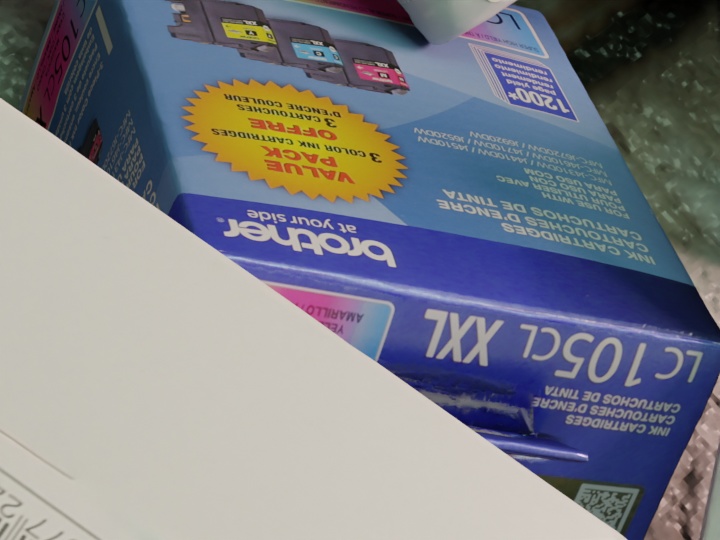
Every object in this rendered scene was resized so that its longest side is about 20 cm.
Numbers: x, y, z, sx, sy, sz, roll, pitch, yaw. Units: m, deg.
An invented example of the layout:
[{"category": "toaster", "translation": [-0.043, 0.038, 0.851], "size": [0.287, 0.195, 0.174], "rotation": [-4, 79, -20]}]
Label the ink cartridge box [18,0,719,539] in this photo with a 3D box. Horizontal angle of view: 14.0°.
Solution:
[{"category": "ink cartridge box", "translation": [0.000, 0.000, 0.721], "size": [0.136, 0.076, 0.200], "rotation": [9, 31, -20]}]

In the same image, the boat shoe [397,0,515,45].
[{"category": "boat shoe", "translation": [0.087, -0.119, 0.779], "size": [0.200, 0.072, 0.069], "rotation": [-28, 98, -29]}]

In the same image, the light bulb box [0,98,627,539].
[{"category": "light bulb box", "translation": [-0.086, 0.081, 0.608], "size": [0.198, 0.200, 0.125], "rotation": [35, 55, -3]}]

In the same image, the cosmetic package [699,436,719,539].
[{"category": "cosmetic package", "translation": [0.190, 0.057, 0.688], "size": [0.199, 0.123, 0.200], "rotation": [12, 94, 20]}]
